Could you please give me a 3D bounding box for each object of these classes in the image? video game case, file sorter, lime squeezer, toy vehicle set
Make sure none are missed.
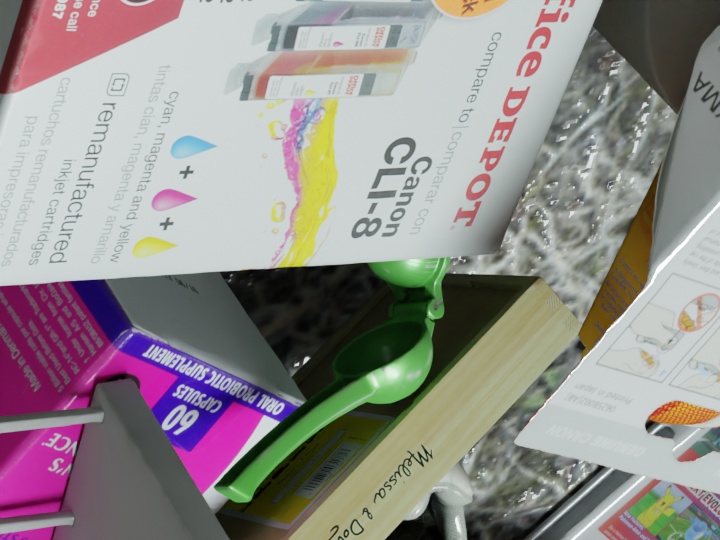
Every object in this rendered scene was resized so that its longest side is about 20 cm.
[{"bbox_3d":[0.155,0.142,1.299,0.182,0.023,0.200,-42,140,5],"label":"video game case"},{"bbox_3d":[-0.121,0.160,0.858,0.124,0.139,0.200,-6,132,-30],"label":"file sorter"},{"bbox_3d":[0.000,0.000,0.946,0.071,0.200,0.038,28,155,-25],"label":"lime squeezer"},{"bbox_3d":[-0.020,0.078,0.991,0.200,0.124,0.027,-45,107,-16],"label":"toy vehicle set"}]

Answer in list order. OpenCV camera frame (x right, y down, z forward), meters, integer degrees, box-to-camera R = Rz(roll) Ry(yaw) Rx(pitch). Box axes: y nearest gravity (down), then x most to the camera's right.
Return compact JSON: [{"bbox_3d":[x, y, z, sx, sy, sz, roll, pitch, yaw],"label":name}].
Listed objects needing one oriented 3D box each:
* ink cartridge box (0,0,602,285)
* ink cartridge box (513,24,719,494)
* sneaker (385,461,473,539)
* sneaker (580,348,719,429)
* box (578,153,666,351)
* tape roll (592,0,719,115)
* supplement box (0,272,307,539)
[{"bbox_3d":[-0.046,-0.096,0.818,0.200,0.145,0.145,-5,130,-35],"label":"ink cartridge box"},{"bbox_3d":[0.148,-0.019,0.846,0.162,0.057,0.200,17,125,-45],"label":"ink cartridge box"},{"bbox_3d":[0.004,0.128,1.126,0.075,0.081,0.200,-19,139,-25],"label":"sneaker"},{"bbox_3d":[0.161,-0.015,1.115,0.077,0.073,0.200,13,117,-32],"label":"sneaker"},{"bbox_3d":[0.161,-0.047,0.889,0.119,0.041,0.200,-1,126,-36],"label":"box"},{"bbox_3d":[0.142,-0.159,0.904,0.203,0.139,0.203,-21,139,-20],"label":"tape roll"},{"bbox_3d":[-0.133,0.074,0.953,0.200,0.103,0.101,-47,141,13],"label":"supplement box"}]
